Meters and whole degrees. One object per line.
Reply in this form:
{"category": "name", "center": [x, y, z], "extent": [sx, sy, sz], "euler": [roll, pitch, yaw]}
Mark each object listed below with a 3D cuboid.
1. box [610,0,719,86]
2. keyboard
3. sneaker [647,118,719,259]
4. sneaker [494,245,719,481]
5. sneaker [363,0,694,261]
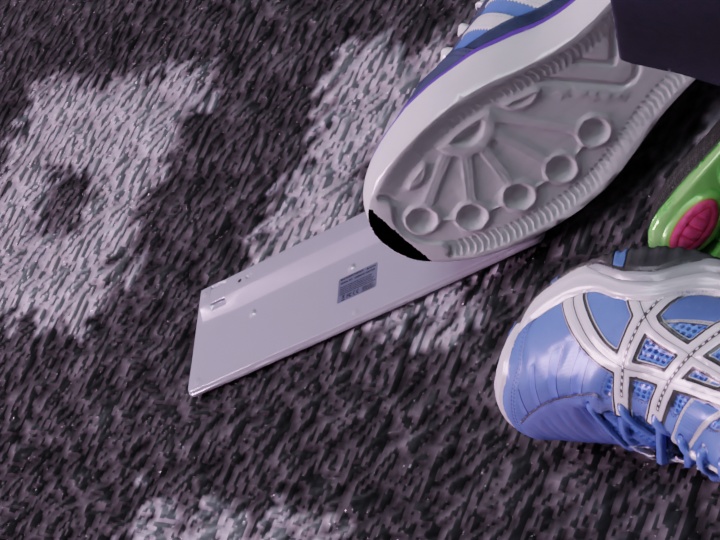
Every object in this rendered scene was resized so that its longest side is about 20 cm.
{"category": "box", "center": [0.203, -0.149, 0.763], "extent": [0.197, 0.123, 0.201], "euler": [18, 72, 19]}
{"category": "keyboard", "center": [0.000, 0.000, 1.028], "extent": [0.199, 0.011, 0.057], "euler": [-25, 49, 33]}
{"category": "sneaker", "center": [0.170, -0.073, 0.857], "extent": [0.200, 0.077, 0.084], "euler": [-50, 28, -13]}
{"category": "sneaker", "center": [0.121, 0.040, 0.804], "extent": [0.199, 0.076, 0.077], "euler": [-11, 48, 44]}
{"category": "sneaker", "center": [0.078, -0.105, 0.976], "extent": [0.200, 0.080, 0.147], "euler": [-41, 28, 19]}
